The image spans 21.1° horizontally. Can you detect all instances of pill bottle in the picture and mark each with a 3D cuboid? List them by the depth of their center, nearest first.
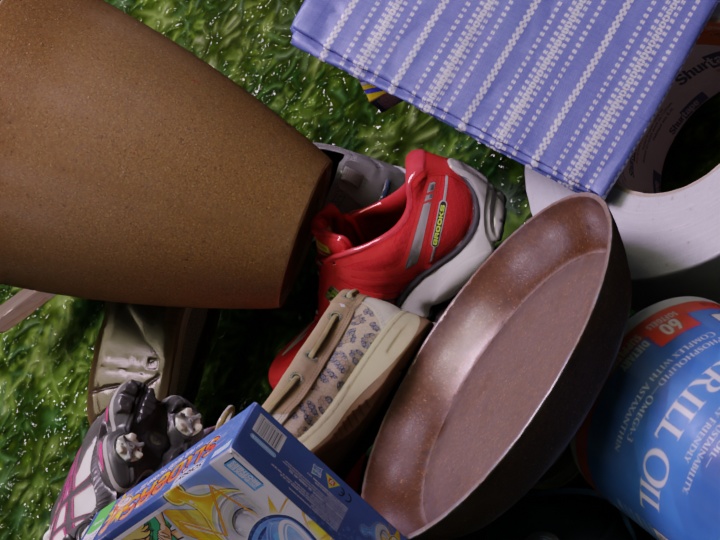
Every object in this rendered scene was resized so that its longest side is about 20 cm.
[{"bbox_3d":[0.195,0.099,0.877,0.112,0.112,0.200,-56,40,2],"label":"pill bottle"}]

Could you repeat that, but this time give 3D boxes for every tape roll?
[{"bbox_3d":[0.185,-0.073,1.031,0.200,0.066,0.201,-24,51,34],"label":"tape roll"}]

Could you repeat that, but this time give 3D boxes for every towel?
[{"bbox_3d":[0.077,-0.140,1.034,0.200,0.024,0.145,29,86,12],"label":"towel"}]

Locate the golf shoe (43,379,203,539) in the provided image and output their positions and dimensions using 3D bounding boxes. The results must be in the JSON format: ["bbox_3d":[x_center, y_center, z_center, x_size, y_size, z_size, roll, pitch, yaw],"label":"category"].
[{"bbox_3d":[-0.143,0.160,1.092,0.088,0.077,0.200,-39,26,45],"label":"golf shoe"}]

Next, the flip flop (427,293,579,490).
[{"bbox_3d":[0.081,0.066,1.060,0.081,0.058,0.200,-53,24,-2],"label":"flip flop"}]

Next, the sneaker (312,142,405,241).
[{"bbox_3d":[-0.046,-0.058,1.238,0.200,0.082,0.075,-1,65,45],"label":"sneaker"}]

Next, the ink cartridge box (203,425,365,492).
[{"bbox_3d":[-0.071,0.150,1.129,0.200,0.067,0.116,-21,41,36],"label":"ink cartridge box"}]

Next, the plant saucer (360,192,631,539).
[{"bbox_3d":[0.071,0.054,0.950,0.200,0.034,0.200,-51,16,21],"label":"plant saucer"}]

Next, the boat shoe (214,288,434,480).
[{"bbox_3d":[-0.035,0.086,1.027,0.063,0.073,0.200,29,48,19],"label":"boat shoe"}]

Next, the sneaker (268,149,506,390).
[{"bbox_3d":[0.000,0.000,1.132,0.200,0.085,0.077,-47,19,31],"label":"sneaker"}]

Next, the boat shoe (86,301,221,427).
[{"bbox_3d":[-0.123,0.018,1.227,0.072,0.066,0.201,9,79,15],"label":"boat shoe"}]

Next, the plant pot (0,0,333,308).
[{"bbox_3d":[-0.125,-0.053,1.129,0.200,0.186,0.187,21,78,5],"label":"plant pot"}]

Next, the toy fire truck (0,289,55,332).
[{"bbox_3d":[-0.187,-0.045,1.323,0.176,0.128,0.201,-68,-12,-83],"label":"toy fire truck"}]

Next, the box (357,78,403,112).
[{"bbox_3d":[0.081,-0.166,1.081,0.200,0.064,0.070,-27,87,6],"label":"box"}]

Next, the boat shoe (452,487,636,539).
[{"bbox_3d":[0.039,0.157,0.983,0.200,0.084,0.069,-21,26,21],"label":"boat shoe"}]

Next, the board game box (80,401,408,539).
[{"bbox_3d":[-0.024,0.165,0.924,0.135,0.200,0.034,-37,16,39],"label":"board game box"}]
